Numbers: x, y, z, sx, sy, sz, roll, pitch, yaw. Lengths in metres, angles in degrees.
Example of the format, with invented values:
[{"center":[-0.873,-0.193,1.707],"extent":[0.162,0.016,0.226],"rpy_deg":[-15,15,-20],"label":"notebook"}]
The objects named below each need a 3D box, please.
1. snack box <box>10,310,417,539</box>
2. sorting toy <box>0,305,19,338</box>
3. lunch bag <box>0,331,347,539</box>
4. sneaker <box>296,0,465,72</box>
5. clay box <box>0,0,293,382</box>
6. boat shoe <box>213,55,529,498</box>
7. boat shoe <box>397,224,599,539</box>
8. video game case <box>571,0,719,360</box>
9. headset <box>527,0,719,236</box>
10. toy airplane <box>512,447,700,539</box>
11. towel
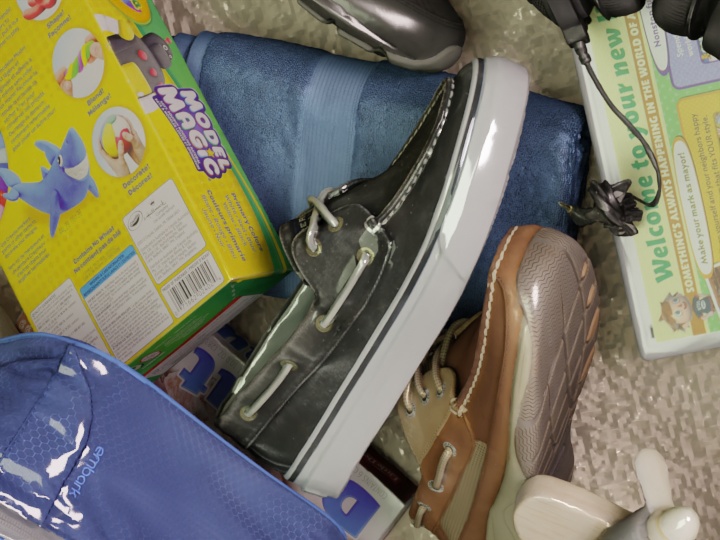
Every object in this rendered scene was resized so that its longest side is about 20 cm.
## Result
[{"center":[-0.069,0.064,0.930],"extent":[0.200,0.024,0.072],"rpy_deg":[40,114,10],"label":"snack box"},{"center":[-0.214,0.137,0.966],"extent":[0.200,0.070,0.199],"rpy_deg":[-34,89,29],"label":"sorting toy"},{"center":[-0.111,0.133,0.837],"extent":[0.200,0.133,0.136],"rpy_deg":[39,152,-25],"label":"lunch bag"},{"center":[-0.019,-0.168,0.836],"extent":[0.079,0.075,0.200],"rpy_deg":[-44,80,18],"label":"sneaker"},{"center":[-0.121,-0.056,0.870],"extent":[0.115,0.048,0.200],"rpy_deg":[-37,74,35],"label":"clay box"},{"center":[0.000,0.000,0.793],"extent":[0.071,0.072,0.200],"rpy_deg":[24,110,-7],"label":"boat shoe"},{"center":[0.049,0.057,0.815],"extent":[0.072,0.076,0.200],"rpy_deg":[20,138,16],"label":"boat shoe"},{"center":[0.178,-0.078,0.793],"extent":[0.182,0.022,0.201],"rpy_deg":[-12,97,15],"label":"video game case"},{"center":[0.113,-0.114,0.767],"extent":[0.123,0.094,0.201],"rpy_deg":[10,87,16],"label":"headset"},{"center":[0.175,0.143,0.783],"extent":[0.199,0.141,0.200],"rpy_deg":[-14,116,9],"label":"toy airplane"},{"center":[0.000,-0.037,0.870],"extent":[0.199,0.049,0.112],"rpy_deg":[13,105,20],"label":"towel"}]
